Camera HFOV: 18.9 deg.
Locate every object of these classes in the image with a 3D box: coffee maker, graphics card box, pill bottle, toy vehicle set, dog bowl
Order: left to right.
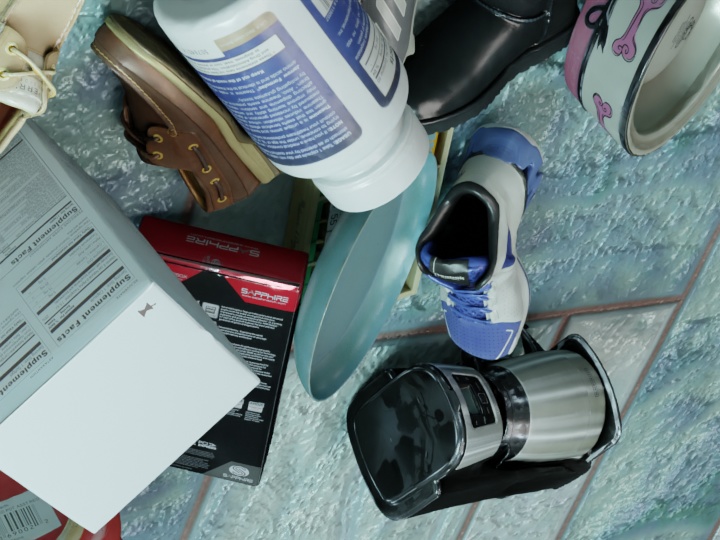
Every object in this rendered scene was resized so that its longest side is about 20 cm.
[{"bbox_3d":[-0.114,0.061,1.576,0.125,0.051,0.201,12,127,0],"label":"graphics card box"},{"bbox_3d":[-0.038,-0.132,1.413,0.111,0.111,0.200,-41,128,-2],"label":"pill bottle"},{"bbox_3d":[0.003,-0.049,1.647,0.124,0.027,0.201,-18,138,-30],"label":"toy vehicle set"},{"bbox_3d":[0.095,0.149,1.846,0.199,0.135,0.193,-5,131,-39],"label":"coffee maker"},{"bbox_3d":[0.231,-0.189,1.635,0.200,0.074,0.201,-46,157,-26],"label":"dog bowl"}]

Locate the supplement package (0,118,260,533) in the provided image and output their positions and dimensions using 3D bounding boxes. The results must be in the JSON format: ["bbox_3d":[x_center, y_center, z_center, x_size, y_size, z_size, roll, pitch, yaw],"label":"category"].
[{"bbox_3d":[-0.199,0.029,1.391,0.151,0.200,0.152,-42,144,0],"label":"supplement package"}]

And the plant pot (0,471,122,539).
[{"bbox_3d":[-0.254,0.239,1.569,0.200,0.200,0.183,-24,131,-23],"label":"plant pot"}]

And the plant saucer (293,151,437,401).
[{"bbox_3d":[0.000,0.000,1.584,0.201,0.027,0.200,-59,166,-25],"label":"plant saucer"}]

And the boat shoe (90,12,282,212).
[{"bbox_3d":[-0.123,-0.098,1.441,0.068,0.072,0.200,-42,144,2],"label":"boat shoe"}]

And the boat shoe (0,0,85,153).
[{"bbox_3d":[-0.220,-0.118,1.332,0.074,0.069,0.200,20,113,-51],"label":"boat shoe"}]

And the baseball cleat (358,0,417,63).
[{"bbox_3d":[0.001,-0.199,1.473,0.106,0.070,0.201,8,118,-30],"label":"baseball cleat"}]

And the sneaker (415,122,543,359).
[{"bbox_3d":[0.082,-0.007,1.687,0.115,0.080,0.200,-49,151,-47],"label":"sneaker"}]

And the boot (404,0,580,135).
[{"bbox_3d":[0.090,-0.203,1.532,0.198,0.073,0.163,-33,146,-24],"label":"boot"}]
